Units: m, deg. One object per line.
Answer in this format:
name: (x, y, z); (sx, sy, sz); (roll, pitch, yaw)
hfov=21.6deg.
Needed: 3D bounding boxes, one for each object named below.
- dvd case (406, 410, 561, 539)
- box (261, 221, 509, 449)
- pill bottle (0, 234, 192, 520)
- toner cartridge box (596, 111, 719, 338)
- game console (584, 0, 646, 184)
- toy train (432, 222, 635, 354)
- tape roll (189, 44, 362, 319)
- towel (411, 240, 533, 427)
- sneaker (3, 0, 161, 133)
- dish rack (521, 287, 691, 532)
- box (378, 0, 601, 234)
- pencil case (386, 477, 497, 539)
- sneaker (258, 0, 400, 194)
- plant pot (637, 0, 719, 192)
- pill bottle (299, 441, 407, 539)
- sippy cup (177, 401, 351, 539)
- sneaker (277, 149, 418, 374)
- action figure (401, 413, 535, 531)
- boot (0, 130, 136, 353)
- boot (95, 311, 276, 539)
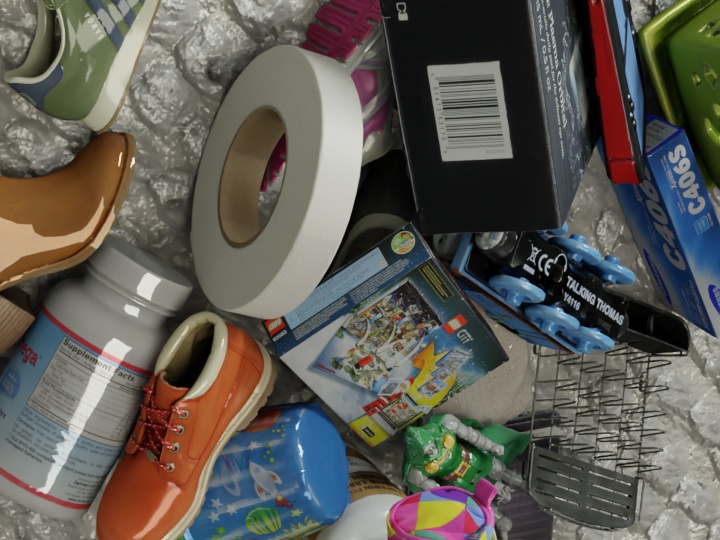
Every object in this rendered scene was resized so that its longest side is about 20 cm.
dvd case: (0.108, 0.230, 1.710); (0.148, 0.016, 0.202); (-8, 113, -23)
box: (0.024, 0.055, 1.471); (0.136, 0.038, 0.200); (-34, 147, 4)
pill bottle: (-0.210, 0.079, 1.434); (0.108, 0.109, 0.201); (27, 96, -32)
toner cartridge box: (0.270, -0.043, 1.638); (0.043, 0.095, 0.201); (-33, 120, -10)
game console: (0.204, -0.179, 1.504); (0.031, 0.200, 0.178); (-5, 117, 11)
toy train: (0.137, 0.006, 1.528); (0.200, 0.114, 0.087); (32, 73, -44)
tape roll: (-0.065, -0.065, 1.398); (0.037, 0.203, 0.204); (13, 103, -30)
towel: (0.088, 0.059, 1.608); (0.132, 0.034, 0.201); (-26, 121, -28)
sneaker: (-0.194, -0.204, 1.355); (0.089, 0.067, 0.202); (15, 100, -28)
dish rack: (0.212, 0.123, 1.655); (0.153, 0.054, 0.202); (19, 71, -32)
box: (0.106, -0.160, 1.436); (0.116, 0.200, 0.198); (-1, 118, 19)
pencil case: (0.071, 0.260, 1.427); (0.088, 0.088, 0.202); (-14, 117, -21)
sneaker: (-0.006, -0.138, 1.476); (0.088, 0.081, 0.201); (24, 106, -33)
plant pot: (0.357, -0.159, 1.578); (0.198, 0.181, 0.201); (-35, 121, -19)
pill bottle: (0.000, 0.227, 1.544); (0.113, 0.200, 0.115); (-10, 113, -24)
sippy cup: (-0.082, 0.165, 1.489); (0.129, 0.140, 0.179); (-16, 102, 21)
sneaker: (0.000, 0.000, 1.528); (0.074, 0.107, 0.200); (27, 131, -10)
action figure: (0.085, 0.167, 1.592); (0.119, 0.054, 0.200); (-60, 145, -4)
boot: (-0.272, -0.053, 1.382); (0.155, 0.077, 0.200); (38, 97, -29)
boot: (-0.145, 0.122, 1.402); (0.201, 0.075, 0.107); (-59, 157, -11)
